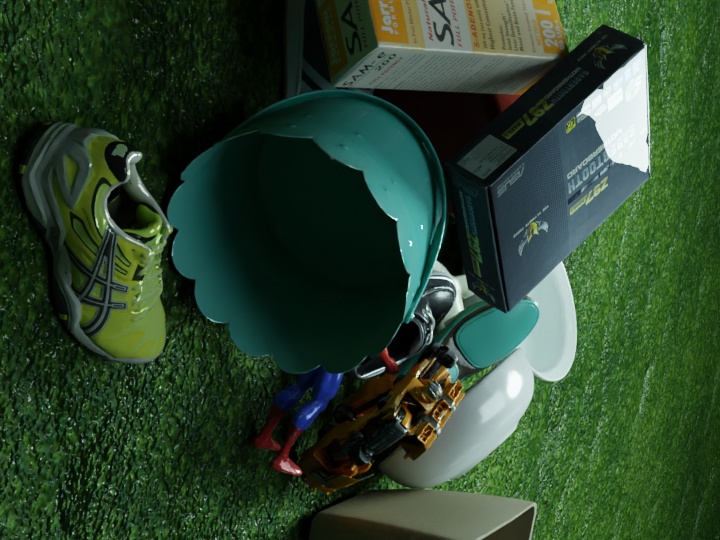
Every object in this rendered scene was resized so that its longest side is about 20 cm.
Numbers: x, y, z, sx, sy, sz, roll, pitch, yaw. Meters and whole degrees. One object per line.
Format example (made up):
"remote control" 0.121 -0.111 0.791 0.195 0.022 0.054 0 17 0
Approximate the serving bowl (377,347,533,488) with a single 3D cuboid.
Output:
"serving bowl" 0.114 0.170 1.382 0.200 0.066 0.200 -40 174 -5

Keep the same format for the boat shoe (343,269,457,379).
"boat shoe" 0.041 0.055 1.274 0.199 0.068 0.072 -23 117 -43

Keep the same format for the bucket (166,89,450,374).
"bucket" -0.032 -0.037 1.009 0.135 0.206 0.208 -50 141 -55

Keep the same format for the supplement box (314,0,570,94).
"supplement box" 0.063 -0.216 1.040 0.199 0.073 0.127 -4 75 -35

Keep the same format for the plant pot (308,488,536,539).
"plant pot" 0.046 0.321 1.290 0.199 0.176 0.201 -6 107 -63

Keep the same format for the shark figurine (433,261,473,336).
"shark figurine" 0.076 0.073 1.402 0.127 0.089 0.216 -5 96 -29

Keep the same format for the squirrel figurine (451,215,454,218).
"squirrel figurine" 0.188 -0.109 1.470 0.200 0.141 0.187 48 25 -15

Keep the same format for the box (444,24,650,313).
"box" 0.161 -0.083 1.070 0.200 0.051 0.158 -41 143 -21

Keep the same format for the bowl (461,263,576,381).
"bowl" 0.173 0.041 1.530 0.201 0.090 0.202 28 55 -49

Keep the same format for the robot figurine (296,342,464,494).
"robot figurine" 0.021 0.139 1.182 0.058 0.200 0.145 46 54 -9

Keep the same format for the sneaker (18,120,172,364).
"sneaker" -0.166 -0.008 0.877 0.201 0.076 0.076 75 33 -42

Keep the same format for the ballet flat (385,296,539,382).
"ballet flat" 0.091 0.082 1.317 0.200 0.070 0.067 -39 118 -10

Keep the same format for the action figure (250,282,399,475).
"action figure" -0.010 0.085 1.147 0.099 0.065 0.201 17 105 -41

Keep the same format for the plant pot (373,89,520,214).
"plant pot" 0.082 -0.166 1.215 0.200 0.199 0.177 -38 118 -54

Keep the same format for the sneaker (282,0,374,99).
"sneaker" -0.006 -0.152 1.113 0.070 0.108 0.201 -34 127 -57
